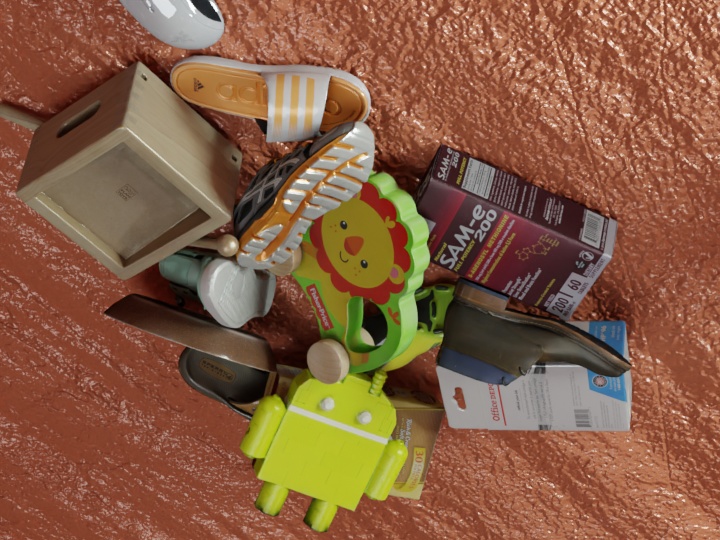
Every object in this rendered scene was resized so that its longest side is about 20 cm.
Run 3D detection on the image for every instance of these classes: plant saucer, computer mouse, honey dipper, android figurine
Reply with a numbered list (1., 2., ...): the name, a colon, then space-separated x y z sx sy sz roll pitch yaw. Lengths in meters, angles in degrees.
1. plant saucer: -0.181 0.065 1.781 0.200 0.035 0.200 18 178 1
2. computer mouse: -0.208 -0.279 1.546 0.110 0.044 0.200 -27 120 33
3. honey dipper: -0.180 -0.034 1.701 0.038 0.038 0.200 46 160 -25
4. android figurine: -0.037 0.189 1.793 0.182 0.041 0.200 23 103 -17

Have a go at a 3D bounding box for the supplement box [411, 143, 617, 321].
1. supplement box: 0.147 -0.037 1.656 0.200 0.061 0.109 23 135 -4

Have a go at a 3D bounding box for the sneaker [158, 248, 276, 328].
1. sneaker: -0.170 0.014 1.728 0.118 0.074 0.200 13 178 11

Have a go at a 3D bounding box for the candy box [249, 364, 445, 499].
1. candy box: -0.016 0.183 1.846 0.200 0.055 0.116 12 103 -15

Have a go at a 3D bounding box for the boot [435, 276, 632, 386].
1. boot: 0.175 0.089 1.690 0.200 0.075 0.097 25 95 13

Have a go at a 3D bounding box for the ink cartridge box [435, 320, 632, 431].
1. ink cartridge box: 0.190 0.115 1.770 0.200 0.068 0.116 -1 136 13

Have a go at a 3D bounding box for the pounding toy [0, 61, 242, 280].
1. pounding toy: -0.257 -0.112 1.673 0.200 0.142 0.184 -27 127 30

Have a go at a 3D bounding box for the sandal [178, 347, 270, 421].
1. sandal: -0.114 0.132 1.876 0.200 0.082 0.055 27 156 0

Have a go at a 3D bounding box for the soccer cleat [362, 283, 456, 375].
1. soccer cleat: 0.060 0.066 1.792 0.200 0.065 0.084 -21 153 26

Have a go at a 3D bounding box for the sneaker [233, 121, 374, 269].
1. sneaker: -0.066 -0.087 1.625 0.078 0.077 0.200 19 129 -43

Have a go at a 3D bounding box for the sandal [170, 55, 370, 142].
1. sandal: -0.094 -0.161 1.612 0.206 0.059 0.079 8 134 9

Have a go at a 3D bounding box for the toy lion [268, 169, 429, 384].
1. toy lion: 0.000 0.000 1.672 0.192 0.069 0.200 -21 93 42
